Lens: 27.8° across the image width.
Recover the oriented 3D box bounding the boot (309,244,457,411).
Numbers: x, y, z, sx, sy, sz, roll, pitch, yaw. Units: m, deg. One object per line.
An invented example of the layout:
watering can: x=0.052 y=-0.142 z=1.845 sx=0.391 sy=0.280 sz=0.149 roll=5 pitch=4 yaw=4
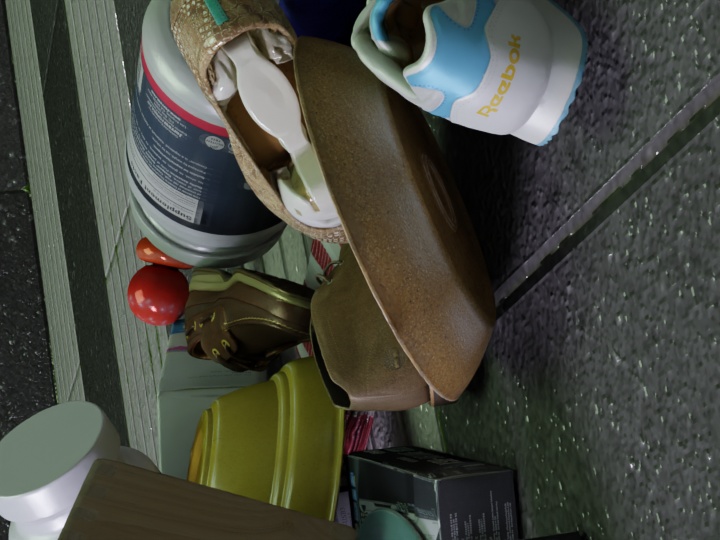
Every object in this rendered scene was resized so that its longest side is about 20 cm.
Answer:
boot: x=0.000 y=0.000 z=0.867 sx=0.074 sy=0.075 sz=0.201 roll=81 pitch=177 yaw=-47

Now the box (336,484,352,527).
box: x=-0.017 y=0.275 z=1.058 sx=0.200 sy=0.049 sz=0.199 roll=126 pitch=137 yaw=-64

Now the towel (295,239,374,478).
towel: x=-0.015 y=0.032 z=1.019 sx=0.201 sy=0.023 sz=0.144 roll=102 pitch=155 yaw=-43

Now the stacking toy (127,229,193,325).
stacking toy: x=-0.159 y=-0.052 z=1.243 sx=0.085 sy=0.085 sz=0.201 roll=180 pitch=103 yaw=-71

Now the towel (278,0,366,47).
towel: x=0.000 y=-0.183 z=0.792 sx=0.200 sy=0.049 sz=0.148 roll=108 pitch=-175 yaw=-56

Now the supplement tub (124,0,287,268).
supplement tub: x=-0.092 y=-0.106 z=1.023 sx=0.200 sy=0.140 sz=0.141 roll=112 pitch=147 yaw=-55

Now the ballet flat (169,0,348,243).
ballet flat: x=-0.037 y=-0.069 z=0.766 sx=0.200 sy=0.070 sz=0.065 roll=53 pitch=-173 yaw=-40

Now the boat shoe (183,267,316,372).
boat shoe: x=-0.072 y=0.039 z=1.006 sx=0.200 sy=0.072 sz=0.068 roll=1 pitch=73 yaw=65

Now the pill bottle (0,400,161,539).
pill bottle: x=-0.174 y=0.196 z=1.019 sx=0.201 sy=0.115 sz=0.116 roll=63 pitch=172 yaw=-28

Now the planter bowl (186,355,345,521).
planter bowl: x=-0.073 y=0.144 z=0.986 sx=0.200 sy=0.083 sz=0.201 roll=-170 pitch=90 yaw=-79

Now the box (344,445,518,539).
box: x=0.045 y=0.209 z=0.844 sx=0.158 sy=0.050 sz=0.201 roll=176 pitch=89 yaw=-72

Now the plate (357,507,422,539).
plate: x=0.016 y=0.236 z=0.819 sx=0.200 sy=0.025 sz=0.201 roll=175 pitch=90 yaw=-71

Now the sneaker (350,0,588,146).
sneaker: x=0.036 y=-0.124 z=0.697 sx=0.077 sy=0.080 sz=0.200 roll=-69 pitch=23 yaw=15

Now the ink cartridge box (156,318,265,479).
ink cartridge box: x=-0.117 y=0.132 z=1.181 sx=0.200 sy=0.084 sz=0.145 roll=-109 pitch=18 yaw=-76

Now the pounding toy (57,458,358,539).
pounding toy: x=-0.078 y=0.220 z=0.802 sx=0.142 sy=0.199 sz=0.185 roll=-72 pitch=-4 yaw=-48

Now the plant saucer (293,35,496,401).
plant saucer: x=0.026 y=-0.033 z=0.739 sx=0.200 sy=0.035 sz=0.201 roll=-23 pitch=-90 yaw=-78

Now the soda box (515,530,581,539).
soda box: x=0.094 y=0.226 z=0.669 sx=0.063 sy=0.070 sz=0.201 roll=110 pitch=149 yaw=-51
